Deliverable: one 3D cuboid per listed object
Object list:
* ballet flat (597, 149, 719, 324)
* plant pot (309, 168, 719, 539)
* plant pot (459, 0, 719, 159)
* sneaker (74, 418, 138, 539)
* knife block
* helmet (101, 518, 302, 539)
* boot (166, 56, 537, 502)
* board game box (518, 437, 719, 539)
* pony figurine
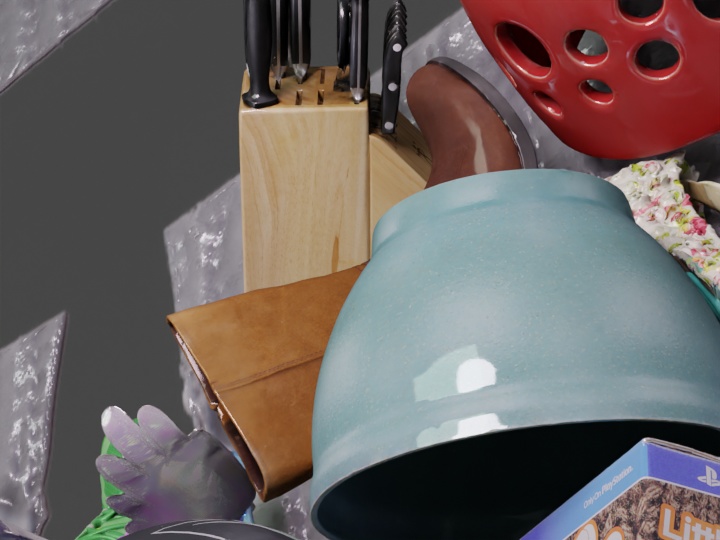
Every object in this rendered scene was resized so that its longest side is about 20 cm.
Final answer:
[{"bbox_3d":[0.173,0.001,1.203,0.064,0.076,0.200,-35,42,-4],"label":"ballet flat"},{"bbox_3d":[0.070,0.037,1.157,0.200,0.200,0.134,-24,63,36],"label":"plant pot"},{"bbox_3d":[0.125,-0.182,1.262,0.200,0.183,0.201,-30,35,23],"label":"plant pot"},{"bbox_3d":[-0.123,0.156,1.400,0.074,0.084,0.200,-32,43,29],"label":"sneaker"},{"bbox_3d":[-0.041,-0.069,1.390,0.200,0.176,0.064,-42,17,19],"label":"knife block"},{"bbox_3d":[-0.055,0.208,1.129,0.200,0.200,0.191,8,72,50],"label":"helmet"},{"bbox_3d":[0.000,0.000,1.285,0.200,0.068,0.188,-21,73,-11],"label":"boot"},{"bbox_3d":[0.117,0.198,1.057,0.159,0.097,0.200,-48,32,49],"label":"board game box"},{"bbox_3d":[-0.109,0.163,1.289,0.166,0.193,0.200,-15,61,29],"label":"pony figurine"}]
